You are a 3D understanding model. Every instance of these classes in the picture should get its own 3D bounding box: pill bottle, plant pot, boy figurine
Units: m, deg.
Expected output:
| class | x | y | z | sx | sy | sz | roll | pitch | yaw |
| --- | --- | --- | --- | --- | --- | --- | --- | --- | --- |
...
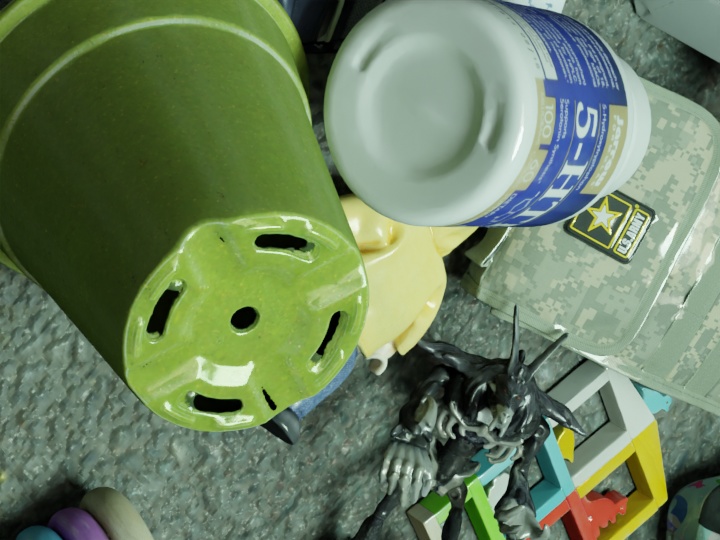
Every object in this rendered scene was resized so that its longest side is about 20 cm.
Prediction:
| class | x | y | z | sx | sy | sz | roll | pitch | yaw |
| --- | --- | --- | --- | --- | --- | --- | --- | --- | --- |
| pill bottle | 0.078 | -0.083 | 1.274 | 0.200 | 0.119 | 0.120 | -3 | 112 | -61 |
| plant pot | -0.085 | -0.023 | 1.158 | 0.199 | 0.190 | 0.201 | -14 | 129 | -17 |
| boy figurine | 0.000 | 0.000 | 1.351 | 0.200 | 0.064 | 0.124 | -48 | 132 | -13 |

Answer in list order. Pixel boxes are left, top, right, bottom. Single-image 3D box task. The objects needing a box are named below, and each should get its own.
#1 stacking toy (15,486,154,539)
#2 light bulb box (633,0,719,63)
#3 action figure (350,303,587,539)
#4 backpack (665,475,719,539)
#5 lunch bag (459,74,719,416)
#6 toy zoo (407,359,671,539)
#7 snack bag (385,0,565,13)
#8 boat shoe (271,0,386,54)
| class | x | y | z | sx | sy | sz | roll | pitch | yaw |
| --- | --- | --- | --- | --- | --- | --- | --- | --- | --- |
| stacking toy | -0.203 | 0.192 | 1.268 | 0.199 | 0.085 | 0.086 | -24 | 122 | -23 |
| light bulb box | 0.286 | -0.209 | 1.385 | 0.200 | 0.198 | 0.125 | -44 | 144 | -16 |
| action figure | 0.057 | 0.122 | 1.391 | 0.118 | 0.102 | 0.200 | 26 | 112 | -14 |
| backpack | 0.296 | 0.227 | 1.621 | 0.177 | 0.150 | 0.201 | -13 | 109 | -31 |
| lunch bag | 0.171 | -0.023 | 1.443 | 0.199 | 0.118 | 0.165 | 23 | 97 | -34 |
| toy zoo | 0.129 | 0.142 | 1.540 | 0.200 | 0.020 | 0.132 | -38 | 128 | -19 |
| snack bag | 0.095 | -0.224 | 1.313 | 0.188 | 0.021 | 0.201 | 3 | 110 | -61 |
| boat shoe | -0.018 | -0.205 | 1.241 | 0.092 | 0.075 | 0.201 | -13 | 117 | -42 |
